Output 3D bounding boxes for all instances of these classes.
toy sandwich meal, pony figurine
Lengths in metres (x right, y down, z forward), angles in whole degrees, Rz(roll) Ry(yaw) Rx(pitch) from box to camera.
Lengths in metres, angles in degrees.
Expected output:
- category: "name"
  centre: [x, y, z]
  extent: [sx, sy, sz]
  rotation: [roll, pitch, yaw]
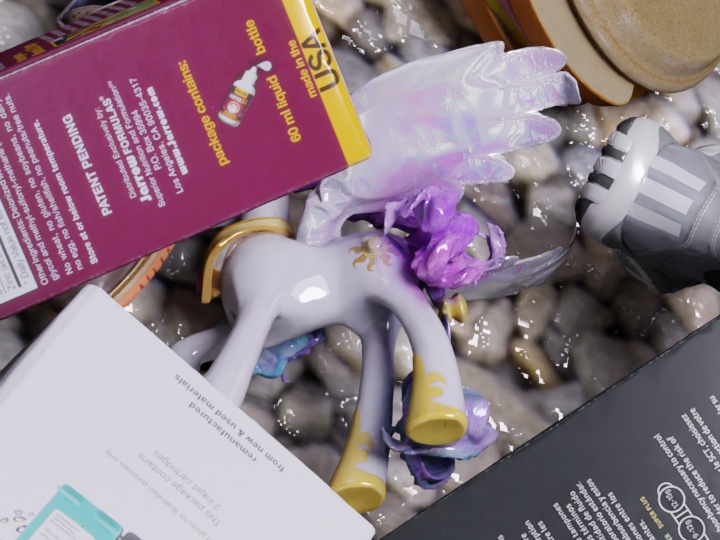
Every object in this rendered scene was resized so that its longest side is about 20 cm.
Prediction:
- category: "toy sandwich meal"
  centre: [0.120, -0.168, 1.330]
  extent: [0.205, 0.070, 0.206]
  rotation: [11, 76, -52]
- category: "pony figurine"
  centre: [0.000, 0.000, 1.163]
  extent: [0.193, 0.167, 0.200]
  rotation: [-4, 49, 1]

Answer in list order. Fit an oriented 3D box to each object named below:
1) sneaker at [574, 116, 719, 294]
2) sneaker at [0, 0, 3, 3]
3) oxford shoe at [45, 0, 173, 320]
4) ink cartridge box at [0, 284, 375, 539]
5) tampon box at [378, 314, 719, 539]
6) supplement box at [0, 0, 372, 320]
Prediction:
- category: "sneaker"
  centre: [0.175, -0.007, 1.239]
  extent: [0.115, 0.075, 0.200]
  rotation: [28, 7, 23]
- category: "sneaker"
  centre: [-0.143, -0.176, 1.215]
  extent: [0.088, 0.081, 0.200]
  rotation: [47, 61, -7]
- category: "oxford shoe"
  centre: [-0.107, -0.070, 1.166]
  extent: [0.073, 0.071, 0.200]
  rotation: [40, 51, -42]
- category: "ink cartridge box"
  centre: [-0.126, 0.142, 1.030]
  extent: [0.146, 0.147, 0.200]
  rotation: [41, 56, -6]
- category: "tampon box"
  centre: [0.111, 0.115, 1.117]
  extent: [0.200, 0.150, 0.126]
  rotation: [-33, 84, 1]
- category: "supplement box"
  centre: [-0.109, -0.046, 1.058]
  extent: [0.200, 0.110, 0.086]
  rotation: [-24, 100, -7]
